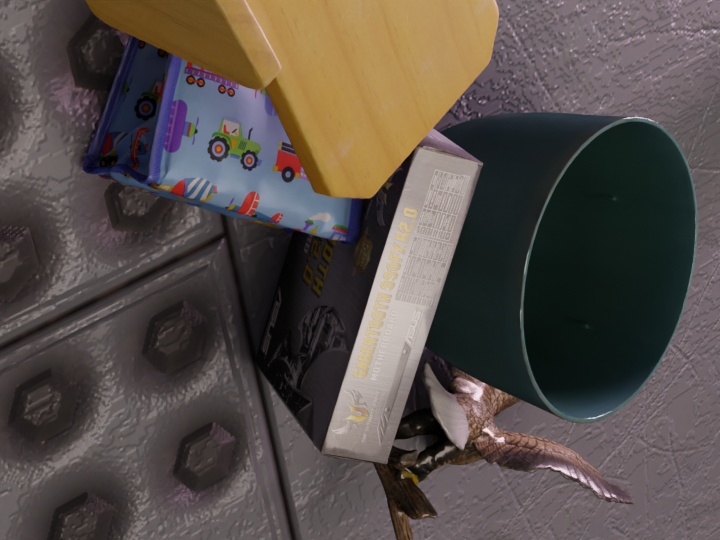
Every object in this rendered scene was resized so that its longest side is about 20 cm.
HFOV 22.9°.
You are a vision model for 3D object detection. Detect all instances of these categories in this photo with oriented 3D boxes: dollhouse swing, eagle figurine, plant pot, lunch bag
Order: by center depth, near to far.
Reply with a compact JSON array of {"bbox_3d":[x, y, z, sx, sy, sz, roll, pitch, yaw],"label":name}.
[{"bbox_3d":[-0.041,-0.171,1.016,0.200,0.181,0.176,-50,149,-26],"label":"dollhouse swing"},{"bbox_3d":[-0.061,-0.134,1.078,0.150,0.094,0.202,15,88,-34],"label":"lunch bag"},{"bbox_3d":[0.106,-0.015,1.197,0.200,0.160,0.202,-17,114,-45],"label":"plant pot"},{"bbox_3d":[0.095,0.115,1.296,0.199,0.151,0.153,-14,109,-21],"label":"eagle figurine"}]

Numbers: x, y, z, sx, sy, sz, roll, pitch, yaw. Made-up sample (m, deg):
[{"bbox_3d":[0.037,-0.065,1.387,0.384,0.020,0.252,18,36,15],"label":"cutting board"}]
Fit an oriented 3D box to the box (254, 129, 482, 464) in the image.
[{"bbox_3d":[0.000,0.000,1.132,0.048,0.158,0.201,12,104,-22],"label":"box"}]
